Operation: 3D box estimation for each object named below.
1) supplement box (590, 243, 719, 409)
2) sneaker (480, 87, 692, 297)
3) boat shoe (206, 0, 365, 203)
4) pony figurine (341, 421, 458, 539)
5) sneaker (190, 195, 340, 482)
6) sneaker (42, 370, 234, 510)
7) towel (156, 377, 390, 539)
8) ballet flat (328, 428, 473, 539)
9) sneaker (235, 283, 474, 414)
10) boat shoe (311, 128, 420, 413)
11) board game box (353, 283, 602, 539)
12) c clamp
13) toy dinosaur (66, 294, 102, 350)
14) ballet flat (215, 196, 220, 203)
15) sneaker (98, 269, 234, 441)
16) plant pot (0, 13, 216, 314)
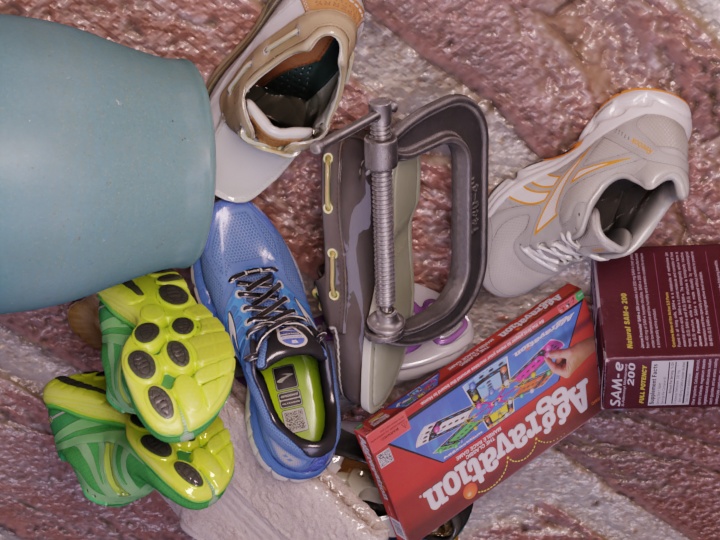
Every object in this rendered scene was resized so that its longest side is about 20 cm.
[{"bbox_3d":[0.265,0.038,1.344,0.200,0.109,0.061,-1,137,3],"label":"supplement box"},{"bbox_3d":[0.144,-0.033,1.281,0.076,0.092,0.200,25,131,-23],"label":"sneaker"},{"bbox_3d":[-0.056,-0.108,1.222,0.075,0.068,0.200,15,135,-14],"label":"boat shoe"},{"bbox_3d":[-0.027,0.192,1.499,0.200,0.167,0.193,-4,104,9],"label":"pony figurine"},{"bbox_3d":[-0.054,0.040,1.287,0.079,0.200,0.089,-18,173,-20],"label":"sneaker"},{"bbox_3d":[-0.152,0.129,1.341,0.074,0.200,0.084,-14,112,-35],"label":"sneaker"},{"bbox_3d":[-0.075,0.161,1.365,0.200,0.034,0.133,42,133,15],"label":"towel"},{"bbox_3d":[-0.011,0.152,1.394,0.200,0.068,0.068,15,127,-7],"label":"ballet flat"},{"bbox_3d":[-0.008,0.062,1.412,0.200,0.075,0.100,-11,150,17],"label":"sneaker"},{"bbox_3d":[0.000,0.000,1.305,0.061,0.072,0.201,13,113,20],"label":"boat shoe"},{"bbox_3d":[0.093,0.103,1.374,0.200,0.019,0.103,-33,121,-21],"label":"board game box"},{"bbox_3d":[0.029,-0.031,1.246,0.027,0.171,0.200,19,129,35],"label":"c clamp"},{"bbox_3d":[-0.167,0.052,1.413,0.101,0.058,0.200,1,131,21],"label":"toy dinosaur"},{"bbox_3d":[-0.194,-0.032,1.303,0.200,0.065,0.071,-2,134,1],"label":"ballet flat"},{"bbox_3d":[-0.128,0.063,1.259,0.074,0.200,0.084,-5,115,-14],"label":"sneaker"},{"bbox_3d":[-0.195,-0.066,1.191,0.188,0.200,0.200,-1,139,-21],"label":"plant pot"}]
